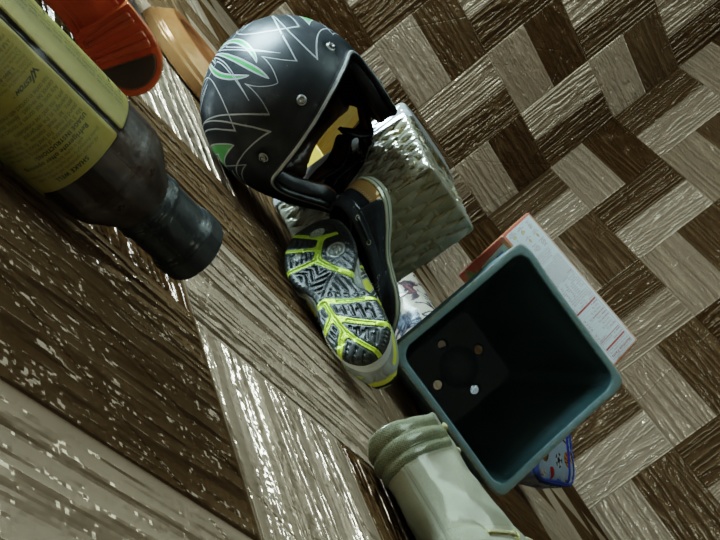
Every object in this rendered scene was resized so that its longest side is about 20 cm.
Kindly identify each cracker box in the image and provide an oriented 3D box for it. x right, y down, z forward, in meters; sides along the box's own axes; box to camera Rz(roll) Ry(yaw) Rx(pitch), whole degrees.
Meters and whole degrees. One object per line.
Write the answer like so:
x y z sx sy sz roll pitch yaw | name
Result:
0.226 0.044 1.089 0.201 0.057 0.134 51 -27 5 | cracker box

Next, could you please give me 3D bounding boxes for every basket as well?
0.018 -0.069 1.037 0.136 0.199 0.124 47 13 -41 | basket

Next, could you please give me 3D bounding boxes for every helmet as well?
-0.074 -0.169 0.921 0.190 0.200 0.201 33 19 -46 | helmet

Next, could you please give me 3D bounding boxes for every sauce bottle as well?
-0.139 -0.066 0.419 0.200 0.064 0.065 51 6 -40 | sauce bottle

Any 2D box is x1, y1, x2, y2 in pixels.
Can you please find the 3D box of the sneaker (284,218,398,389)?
-0.019 0.031 0.839 0.077 0.074 0.202 68 1 -46 | sneaker

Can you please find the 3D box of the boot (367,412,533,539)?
0.081 0.189 0.672 0.155 0.072 0.200 54 6 26 | boot

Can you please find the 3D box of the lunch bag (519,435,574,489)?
0.295 0.255 1.459 0.159 0.075 0.204 22 61 -45 | lunch bag

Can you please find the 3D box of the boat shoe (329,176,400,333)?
0.000 0.000 0.944 0.074 0.062 0.203 25 -49 39 | boat shoe

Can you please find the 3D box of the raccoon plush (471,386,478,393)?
0.236 0.264 1.566 0.134 0.095 0.204 77 8 -72 | raccoon plush

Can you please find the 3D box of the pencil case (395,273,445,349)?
0.070 0.055 1.290 0.089 0.078 0.201 28 21 -40 | pencil case

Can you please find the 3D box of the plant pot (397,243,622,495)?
0.144 0.113 1.044 0.197 0.195 0.200 53 -12 -3 | plant pot

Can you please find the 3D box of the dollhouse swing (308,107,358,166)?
-0.034 -0.203 1.477 0.183 0.175 0.200 55 5 22 | dollhouse swing

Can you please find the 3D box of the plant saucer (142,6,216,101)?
-0.204 -0.263 1.148 0.201 0.037 0.200 54 6 -9 | plant saucer

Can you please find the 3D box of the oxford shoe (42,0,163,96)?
-0.222 -0.231 0.689 0.202 0.070 0.073 65 -3 -19 | oxford shoe
